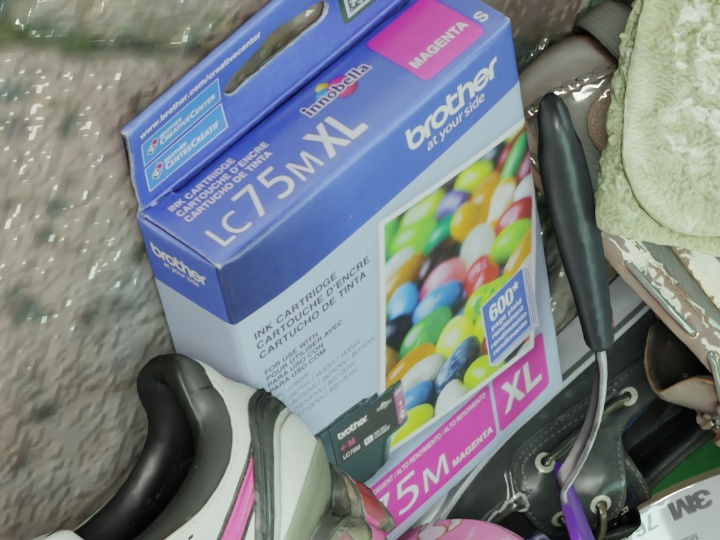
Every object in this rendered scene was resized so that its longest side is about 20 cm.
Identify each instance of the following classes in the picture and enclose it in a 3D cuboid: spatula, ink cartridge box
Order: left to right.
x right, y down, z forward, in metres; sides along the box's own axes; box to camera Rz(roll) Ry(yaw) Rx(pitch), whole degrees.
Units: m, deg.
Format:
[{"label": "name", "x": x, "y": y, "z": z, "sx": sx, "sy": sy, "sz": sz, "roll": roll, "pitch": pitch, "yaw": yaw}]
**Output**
[{"label": "ink cartridge box", "x": 0.000, "y": 0.000, "z": 0.856, "sx": 0.119, "sy": 0.042, "sz": 0.200, "roll": -41, "pitch": 142, "yaw": -23}, {"label": "spatula", "x": 0.069, "y": 0.036, "z": 0.900, "sx": 0.021, "sy": 0.057, "sz": 0.200, "roll": -7, "pitch": 118, "yaw": -1}]

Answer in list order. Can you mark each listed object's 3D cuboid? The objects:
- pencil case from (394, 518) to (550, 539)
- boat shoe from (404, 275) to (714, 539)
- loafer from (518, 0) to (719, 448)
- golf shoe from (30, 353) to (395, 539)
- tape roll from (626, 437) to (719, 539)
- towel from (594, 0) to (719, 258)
[{"label": "pencil case", "x": 0.003, "y": 0.154, "z": 0.856, "sx": 0.083, "sy": 0.086, "sz": 0.200, "roll": 60, "pitch": 38, "yaw": -13}, {"label": "boat shoe", "x": 0.074, "y": 0.065, "z": 0.986, "sx": 0.200, "sy": 0.057, "sz": 0.069, "roll": -45, "pitch": 145, "yaw": -17}, {"label": "loafer", "x": 0.104, "y": 0.009, "z": 0.932, "sx": 0.063, "sy": 0.072, "sz": 0.200, "roll": -35, "pitch": 113, "yaw": -6}, {"label": "golf shoe", "x": -0.075, "y": 0.115, "z": 0.776, "sx": 0.092, "sy": 0.073, "sz": 0.200, "roll": 45, "pitch": 61, "yaw": -25}, {"label": "tape roll", "x": 0.129, "y": 0.123, "z": 0.975, "sx": 0.200, "sy": 0.200, "sz": 0.048, "roll": -38, "pitch": 118, "yaw": -26}, {"label": "towel", "x": 0.151, "y": -0.095, "z": 0.844, "sx": 0.036, "sy": 0.148, "sz": 0.200, "roll": -40, "pitch": 138, "yaw": -85}]
